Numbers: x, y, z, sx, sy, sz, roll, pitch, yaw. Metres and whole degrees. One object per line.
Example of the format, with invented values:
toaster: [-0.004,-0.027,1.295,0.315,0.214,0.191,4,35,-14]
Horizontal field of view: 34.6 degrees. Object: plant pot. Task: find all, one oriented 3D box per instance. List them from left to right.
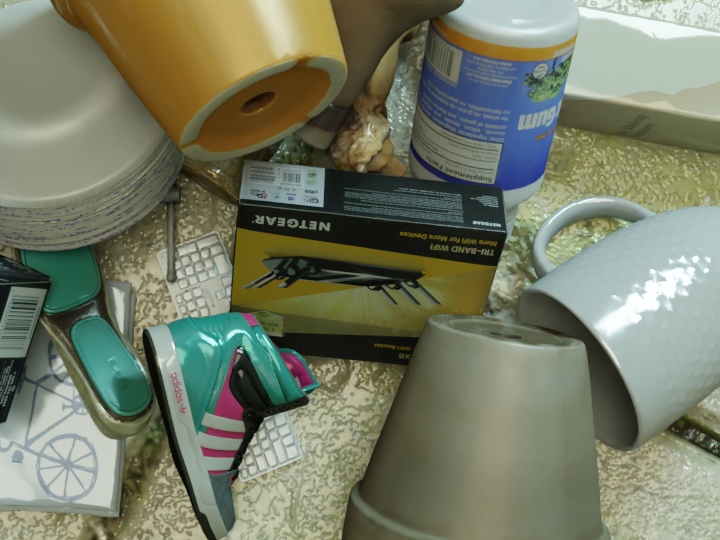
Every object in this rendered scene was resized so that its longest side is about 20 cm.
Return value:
plant pot: [-0.102,-0.184,0.779,0.198,0.200,0.185,-25,76,-7]
plant pot: [0.095,0.129,0.844,0.197,0.200,0.176,8,95,-3]

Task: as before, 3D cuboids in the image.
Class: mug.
mug: [0.222,0.016,0.924,0.174,0.148,0.200,-32,55,-15]

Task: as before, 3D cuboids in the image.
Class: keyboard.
keyboard: [-0.108,0.069,0.951,0.056,0.011,0.202,-21,85,-6]

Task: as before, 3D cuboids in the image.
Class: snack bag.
snack bag: [-0.285,0.100,0.930,0.197,0.021,0.191,2,82,-4]

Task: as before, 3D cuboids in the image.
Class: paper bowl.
paper bowl: [-0.236,-0.124,0.880,0.198,0.105,0.203,0,60,0]

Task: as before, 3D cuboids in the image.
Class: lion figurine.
lion figurine: [0.012,-0.162,0.932,0.072,0.123,0.203,10,81,-2]

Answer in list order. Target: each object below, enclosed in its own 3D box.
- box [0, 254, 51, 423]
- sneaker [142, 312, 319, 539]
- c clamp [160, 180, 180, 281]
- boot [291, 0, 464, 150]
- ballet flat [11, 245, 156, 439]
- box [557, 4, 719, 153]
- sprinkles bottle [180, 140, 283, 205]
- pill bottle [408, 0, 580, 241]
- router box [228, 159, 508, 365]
box: [-0.350,0.024,0.853,0.198,0.106,0.124,22,93,21]
sneaker: [-0.089,0.111,0.885,0.120,0.084,0.202,-18,126,-15]
c clamp: [-0.241,-0.085,0.950,0.197,0.027,0.173,5,78,-2]
boot: [-0.006,-0.158,0.836,0.070,0.200,0.147,20,101,-28]
ballet flat: [-0.223,0.042,0.899,0.067,0.062,0.202,-17,73,-32]
box: [0.243,-0.157,0.962,0.197,0.095,0.079,9,83,-1]
sprinkles bottle: [-0.073,-0.153,0.953,0.068,0.068,0.201,31,82,1]
pill bottle: [0.096,-0.118,0.894,0.111,0.202,0.113,4,37,-3]
router box: [0.000,0.000,0.891,0.197,0.158,0.053,5,45,-5]
